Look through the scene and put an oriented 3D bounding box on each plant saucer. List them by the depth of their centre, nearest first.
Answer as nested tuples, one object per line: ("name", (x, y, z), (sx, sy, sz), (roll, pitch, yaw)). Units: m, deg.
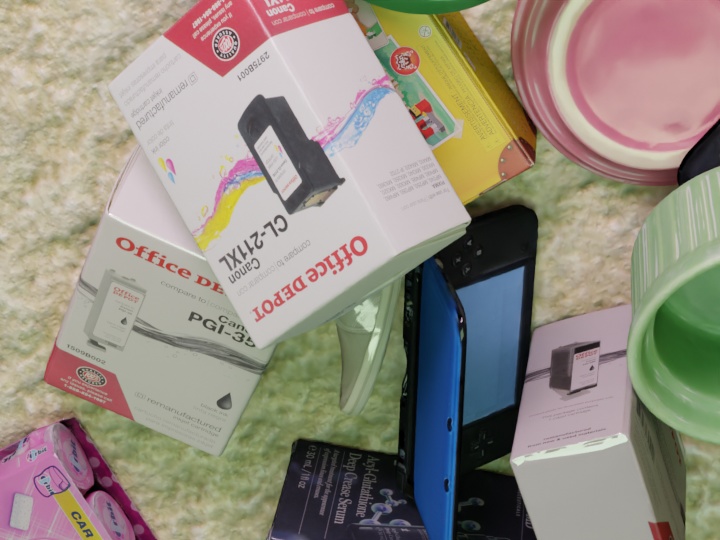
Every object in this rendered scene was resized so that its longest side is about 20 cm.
("plant saucer", (0.201, -0.147, 1.348), (0.200, 0.051, 0.201), (2, 113, 5))

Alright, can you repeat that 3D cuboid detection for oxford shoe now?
("oxford shoe", (0.000, 0.000, 1.336), (0.058, 0.075, 0.200), (7, 110, -5))

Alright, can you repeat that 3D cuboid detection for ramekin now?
("ramekin", (0.272, 0.018, 1.330), (0.200, 0.098, 0.200), (0, 135, 0))

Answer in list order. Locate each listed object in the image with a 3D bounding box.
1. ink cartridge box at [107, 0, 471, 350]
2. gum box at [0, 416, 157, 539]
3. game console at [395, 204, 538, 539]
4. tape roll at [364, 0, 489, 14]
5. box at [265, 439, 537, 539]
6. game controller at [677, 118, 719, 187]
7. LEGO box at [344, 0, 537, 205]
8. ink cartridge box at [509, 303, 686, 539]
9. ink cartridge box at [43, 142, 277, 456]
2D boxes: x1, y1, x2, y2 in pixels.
("ink cartridge box", (-0.046, -0.073, 1.252), (0.146, 0.083, 0.200), (-35, 82, 41))
("gum box", (-0.227, 0.216, 1.540), (0.113, 0.066, 0.200), (-26, 108, 17))
("game console", (0.087, 0.078, 1.374), (0.118, 0.171, 0.200), (27, 125, 43))
("tape roll", (0.043, -0.265, 1.266), (0.200, 0.048, 0.201), (1, 86, -9))
("box", (0.032, 0.218, 1.469), (0.200, 0.148, 0.107), (10, 114, 2))
("game controller", (0.312, -0.049, 1.361), (0.200, 0.042, 0.104), (28, 129, -25))
("LEGO box", (0.006, -0.125, 1.363), (0.149, 0.077, 0.200), (-30, 107, 18))
("ink cartridge box", (0.169, 0.134, 1.391), (0.083, 0.200, 0.147), (-14, 110, 15))
("ink cartridge box", (-0.125, 0.021, 1.401), (0.146, 0.083, 0.200), (24, 137, -3))
